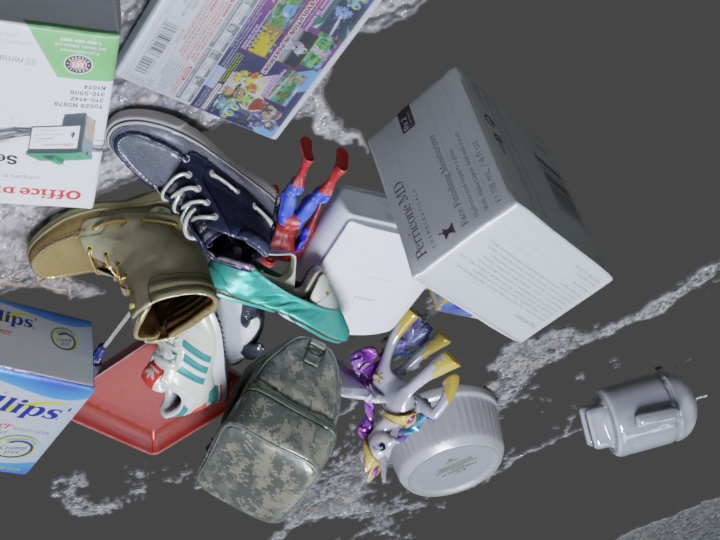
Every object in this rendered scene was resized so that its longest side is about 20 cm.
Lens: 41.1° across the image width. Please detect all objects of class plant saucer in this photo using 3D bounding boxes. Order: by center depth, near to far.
[{"bbox_3d":[-0.266,0.155,1.254,0.198,0.037,0.199,-32,139,17],"label":"plant saucer"}]

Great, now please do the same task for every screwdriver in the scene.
[{"bbox_3d":[-0.299,0.076,1.142,0.029,0.028,0.201,31,110,-14],"label":"screwdriver"}]

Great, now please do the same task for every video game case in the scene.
[{"bbox_3d":[-0.099,-0.222,0.870,0.180,0.023,0.200,18,129,-36],"label":"video game case"}]

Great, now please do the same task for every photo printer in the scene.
[{"bbox_3d":[0.000,0.000,1.138,0.164,0.070,0.201,11,134,-30],"label":"photo printer"}]

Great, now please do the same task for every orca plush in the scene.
[{"bbox_3d":[-0.145,0.032,1.152,0.071,0.104,0.203,-47,148,-39],"label":"orca plush"}]

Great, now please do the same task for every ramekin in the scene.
[{"bbox_3d":[0.133,0.272,1.498,0.198,0.095,0.204,-10,141,-8],"label":"ramekin"}]

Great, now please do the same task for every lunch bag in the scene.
[{"bbox_3d":[-0.104,0.194,1.197,0.138,0.169,0.201,29,139,-2],"label":"lunch bag"}]

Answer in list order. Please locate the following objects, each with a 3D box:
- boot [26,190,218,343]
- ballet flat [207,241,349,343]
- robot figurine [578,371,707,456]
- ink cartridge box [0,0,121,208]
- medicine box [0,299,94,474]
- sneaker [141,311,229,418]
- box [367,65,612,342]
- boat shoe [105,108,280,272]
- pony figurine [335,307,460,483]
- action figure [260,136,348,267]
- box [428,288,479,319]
[{"bbox_3d":[-0.245,0.006,0.982,0.196,0.157,0.073,-15,143,-2],"label":"boot"},{"bbox_3d":[-0.075,0.020,1.045,0.198,0.067,0.071,24,105,-34],"label":"ballet flat"},{"bbox_3d":[0.457,0.231,1.555,0.196,0.115,0.170,-15,-179,-2],"label":"robot figurine"},{"bbox_3d":[-0.291,-0.153,0.830,0.143,0.085,0.202,2,138,-22],"label":"ink cartridge box"},{"bbox_3d":[-0.432,0.132,1.110,0.180,0.104,0.200,18,131,-37],"label":"medicine box"},{"bbox_3d":[-0.211,0.098,1.123,0.092,0.070,0.202,-25,138,-24],"label":"sneaker"},{"bbox_3d":[0.133,-0.065,1.003,0.130,0.201,0.199,-37,138,24],"label":"box"},{"bbox_3d":[-0.163,-0.076,0.942,0.198,0.094,0.075,27,130,-27],"label":"boat shoe"},{"bbox_3d":[0.033,0.151,1.265,0.165,0.193,0.201,26,107,-45],"label":"pony figurine"},{"bbox_3d":[-0.073,-0.065,1.050,0.064,0.052,0.201,9,140,-22],"label":"action figure"},{"bbox_3d":[0.201,0.019,1.262,0.197,0.042,0.119,13,133,-30],"label":"box"}]
